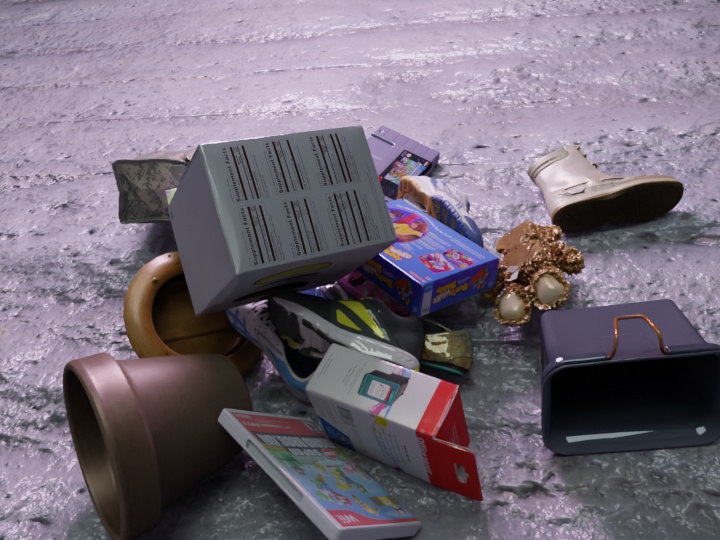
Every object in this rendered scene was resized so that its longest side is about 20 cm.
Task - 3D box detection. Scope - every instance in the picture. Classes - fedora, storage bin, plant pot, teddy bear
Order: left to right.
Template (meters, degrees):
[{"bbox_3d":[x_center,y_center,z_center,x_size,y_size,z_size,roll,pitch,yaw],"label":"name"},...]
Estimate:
[{"bbox_3d":[-0.218,0.176,0.794,0.173,0.203,0.200,-14,37,-34],"label":"plant pot"},{"bbox_3d":[-0.224,0.071,0.942,0.082,0.201,0.201,-32,17,49],"label":"fedora"},{"bbox_3d":[0.225,0.008,0.925,0.145,0.067,0.200,-41,16,10],"label":"teddy bear"},{"bbox_3d":[0.288,0.099,0.785,0.197,0.147,0.135,-7,31,5],"label":"storage bin"}]

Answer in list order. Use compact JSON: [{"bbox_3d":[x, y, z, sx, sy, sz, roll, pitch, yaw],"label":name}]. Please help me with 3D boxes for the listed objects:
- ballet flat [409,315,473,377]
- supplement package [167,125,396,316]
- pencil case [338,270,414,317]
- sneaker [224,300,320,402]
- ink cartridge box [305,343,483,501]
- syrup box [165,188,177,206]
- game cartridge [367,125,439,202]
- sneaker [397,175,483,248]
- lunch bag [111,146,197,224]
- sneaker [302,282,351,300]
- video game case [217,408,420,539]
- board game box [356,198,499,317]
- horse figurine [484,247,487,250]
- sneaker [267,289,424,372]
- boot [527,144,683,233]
[{"bbox_3d":[0.046,0.086,0.894,0.197,0.071,0.071,8,44,16],"label":"ballet flat"},{"bbox_3d":[-0.099,-0.055,0.836,0.197,0.191,0.149,-13,80,-28],"label":"supplement package"},{"bbox_3d":[0.000,0.000,0.999,0.083,0.086,0.200,-53,47,4],"label":"pencil case"},{"bbox_3d":[-0.104,0.078,0.899,0.071,0.073,0.200,-27,62,-39],"label":"sneaker"},{"bbox_3d":[0.049,0.164,0.768,0.198,0.117,0.068,16,55,28],"label":"ink cartridge box"},{"bbox_3d":[-0.213,-0.058,1.020,0.078,0.200,0.083,-15,77,-4],"label":"syrup box"},{"bbox_3d":[0.037,-0.165,1.187,0.128,0.039,0.200,25,51,21],"label":"game cartridge"},{"bbox_3d":[0.132,-0.085,1.013,0.087,0.076,0.201,-7,38,-25],"label":"sneaker"},{"bbox_3d":[-0.279,-0.143,1.162,0.196,0.120,0.164,-1,14,7],"label":"lunch bag"},{"bbox_3d":[-0.085,0.025,0.992,0.076,0.077,0.200,-26,41,-22],"label":"sneaker"},{"bbox_3d":[-0.045,0.211,0.742,0.199,0.142,0.018,33,97,39],"label":"video game case"},{"bbox_3d":[0.063,-0.024,0.925,0.133,0.045,0.199,-17,37,-33],"label":"board game box"},{"bbox_3d":[0.091,-0.026,1.030,0.198,0.050,0.132,21,45,29],"label":"horse figurine"},{"bbox_3d":[-0.015,0.066,0.838,0.198,0.075,0.085,25,53,1],"label":"sneaker"},{"bbox_3d":[0.367,-0.135,1.073,0.197,0.073,0.156,-11,38,1],"label":"boot"}]
